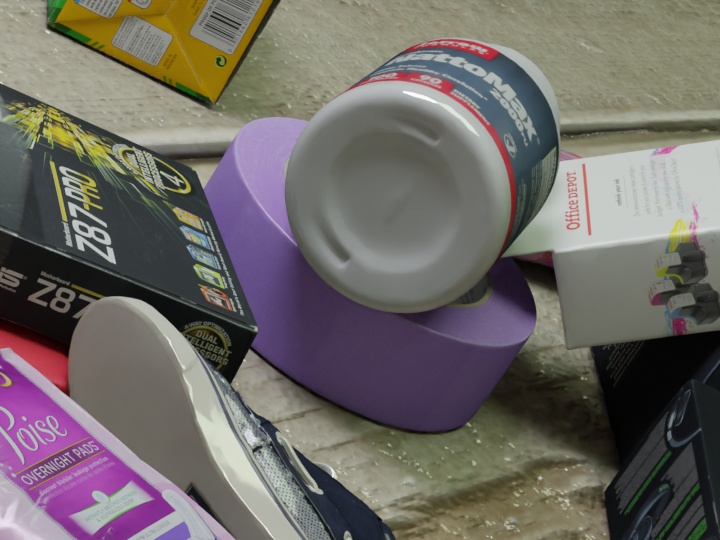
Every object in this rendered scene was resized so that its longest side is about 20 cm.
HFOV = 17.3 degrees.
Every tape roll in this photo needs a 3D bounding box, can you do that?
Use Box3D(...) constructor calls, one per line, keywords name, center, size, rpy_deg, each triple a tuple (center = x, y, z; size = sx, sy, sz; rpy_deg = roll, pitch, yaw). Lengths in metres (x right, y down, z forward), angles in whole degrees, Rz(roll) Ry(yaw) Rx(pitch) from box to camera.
Box3D(name="tape roll", center=(0.000, 0.000, 1.330), size=(0.199, 0.066, 0.201), rpy_deg=(27, 24, -13))

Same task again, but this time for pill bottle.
Box3D(name="pill bottle", center=(0.044, -0.061, 1.272), size=(0.119, 0.120, 0.200), rpy_deg=(36, 23, 4))

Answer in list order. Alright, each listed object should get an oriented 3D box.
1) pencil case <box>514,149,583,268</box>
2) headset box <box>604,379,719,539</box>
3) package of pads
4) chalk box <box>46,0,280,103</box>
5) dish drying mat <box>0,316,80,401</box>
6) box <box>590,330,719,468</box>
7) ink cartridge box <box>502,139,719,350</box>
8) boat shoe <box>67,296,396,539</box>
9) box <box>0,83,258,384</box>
Box3D(name="pencil case", center=(0.118, -0.048, 1.554), size=(0.199, 0.088, 0.088), rpy_deg=(20, 27, -32))
Box3D(name="headset box", center=(0.229, 0.177, 1.253), size=(0.173, 0.093, 0.200), rpy_deg=(29, 24, -11))
Box3D(name="package of pads", center=(-0.113, 0.122, 0.931), size=(0.200, 0.076, 0.120), rpy_deg=(40, 21, 12))
Box3D(name="chalk box", center=(-0.122, -0.223, 1.525), size=(0.123, 0.125, 0.200), rpy_deg=(25, 24, -21))
Box3D(name="dish drying mat", center=(-0.222, 0.012, 1.072), size=(0.199, 0.018, 0.077), rpy_deg=(20, 28, -29))
Box3D(name="box", center=(0.260, 0.081, 1.444), size=(0.199, 0.124, 0.199), rpy_deg=(26, 25, -16))
Box3D(name="ink cartridge box", center=(0.169, -0.017, 1.359), size=(0.198, 0.068, 0.115), rpy_deg=(-7, 27, 7))
Box3D(name="boat shoe", center=(-0.054, 0.097, 1.072), size=(0.092, 0.075, 0.201), rpy_deg=(7, 44, -54))
Box3D(name="box", center=(-0.145, -0.024, 1.184), size=(0.160, 0.049, 0.200), rpy_deg=(22, 19, -22))
